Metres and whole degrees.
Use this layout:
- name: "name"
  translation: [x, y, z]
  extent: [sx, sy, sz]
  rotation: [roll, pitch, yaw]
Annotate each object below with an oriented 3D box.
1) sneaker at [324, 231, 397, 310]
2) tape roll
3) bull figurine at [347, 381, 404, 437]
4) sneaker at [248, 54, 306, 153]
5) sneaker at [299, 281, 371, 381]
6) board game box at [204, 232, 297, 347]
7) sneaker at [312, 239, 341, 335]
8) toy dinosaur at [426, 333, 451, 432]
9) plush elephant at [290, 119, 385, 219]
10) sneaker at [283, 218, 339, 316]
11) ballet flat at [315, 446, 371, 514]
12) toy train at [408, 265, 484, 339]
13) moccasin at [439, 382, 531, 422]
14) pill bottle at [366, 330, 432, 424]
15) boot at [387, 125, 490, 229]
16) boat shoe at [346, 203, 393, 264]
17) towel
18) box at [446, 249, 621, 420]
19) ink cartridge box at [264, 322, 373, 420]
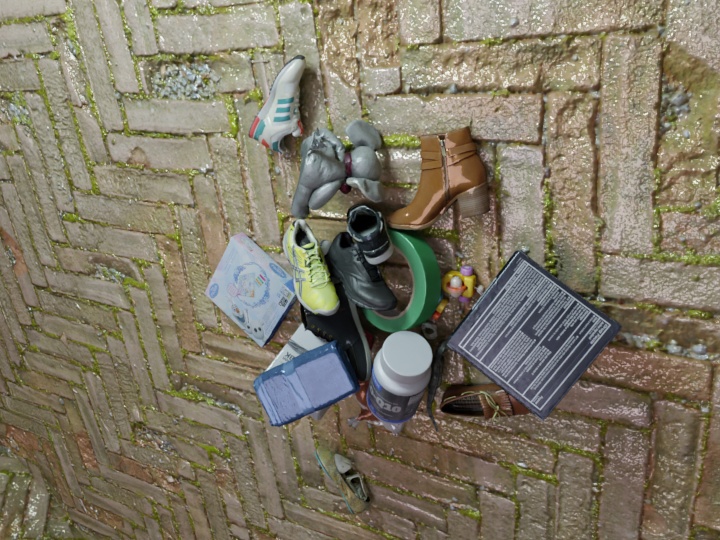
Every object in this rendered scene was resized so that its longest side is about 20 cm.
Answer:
- name: "sneaker"
  translation: [0.000, 0.000, 1.035]
  extent: [0.200, 0.076, 0.091]
  rotation: [42, 122, 32]
- name: "tape roll"
  translation: [0.063, 0.016, 1.058]
  extent: [0.199, 0.048, 0.202]
  rotation: [11, 105, 45]
- name: "bull figurine"
  translation: [0.014, 0.290, 1.224]
  extent: [0.121, 0.065, 0.201]
  rotation: [-29, 87, 2]
- name: "sneaker"
  translation: [-0.138, -0.316, 1.065]
  extent: [0.093, 0.071, 0.200]
  rotation: [34, 123, -9]
- name: "sneaker"
  translation: [-0.051, 0.132, 1.076]
  extent: [0.075, 0.105, 0.202]
  rotation: [162, 91, -70]
- name: "board game box"
  translation: [-0.255, 0.048, 1.291]
  extent: [0.199, 0.043, 0.200]
  rotation: [41, 125, 7]
- name: "sneaker"
  translation: [-0.066, 0.036, 1.148]
  extent: [0.074, 0.086, 0.202]
  rotation: [154, 116, -70]
- name: "toy dinosaur"
  translation: [0.146, 0.216, 1.116]
  extent: [0.047, 0.088, 0.202]
  rotation: [1, 103, -12]
- name: "plush elephant"
  translation: [-0.031, -0.188, 1.013]
  extent: [0.153, 0.166, 0.200]
  rotation: [11, 163, -14]
- name: "sneaker"
  translation: [-0.098, -0.006, 1.031]
  extent: [0.201, 0.075, 0.077]
  rotation: [62, 159, 22]
- name: "ballet flat"
  translation: [-0.037, 0.512, 1.365]
  extent: [0.070, 0.071, 0.201]
  rotation: [-28, 95, 35]
- name: "toy train"
  translation: [0.183, 0.077, 1.054]
  extent: [0.199, 0.056, 0.151]
  rotation: [-18, 101, 33]
- name: "moccasin"
  translation: [0.252, 0.261, 1.081]
  extent: [0.200, 0.078, 0.074]
  rotation: [-3, 110, 30]
- name: "pill bottle"
  translation: [0.076, 0.211, 1.074]
  extent: [0.113, 0.114, 0.201]
  rotation: [28, 144, 15]
- name: "boot"
  translation: [0.124, -0.162, 0.976]
  extent: [0.198, 0.074, 0.156]
  rotation: [-12, 105, 21]
- name: "boat shoe"
  translation: [0.011, -0.086, 1.005]
  extent: [0.075, 0.200, 0.061]
  rotation: [-30, 122, -2]
- name: "towel"
  translation: [-0.104, 0.218, 1.050]
  extent: [0.199, 0.048, 0.112]
  rotation: [-27, 87, 18]
- name: "box"
  translation: [0.286, 0.104, 0.931]
  extent: [0.198, 0.123, 0.201]
  rotation: [39, 99, 10]
- name: "ink cartridge box"
  translation: [-0.086, 0.190, 1.158]
  extent: [0.144, 0.200, 0.084]
  rotation: [33, 158, 12]
